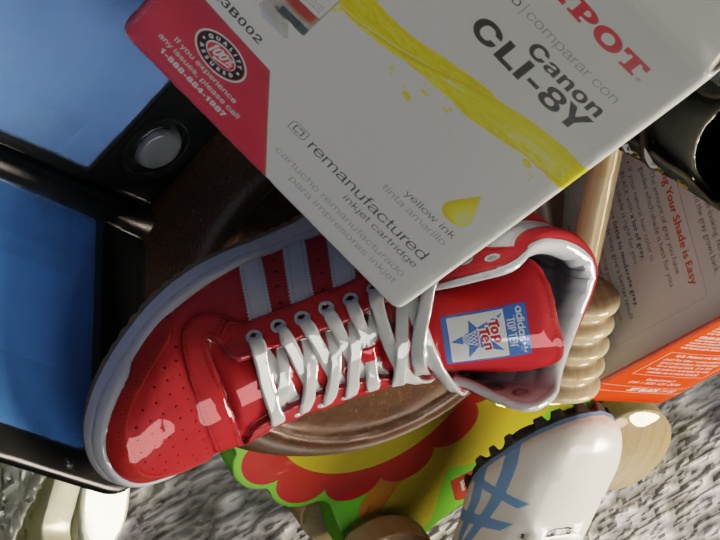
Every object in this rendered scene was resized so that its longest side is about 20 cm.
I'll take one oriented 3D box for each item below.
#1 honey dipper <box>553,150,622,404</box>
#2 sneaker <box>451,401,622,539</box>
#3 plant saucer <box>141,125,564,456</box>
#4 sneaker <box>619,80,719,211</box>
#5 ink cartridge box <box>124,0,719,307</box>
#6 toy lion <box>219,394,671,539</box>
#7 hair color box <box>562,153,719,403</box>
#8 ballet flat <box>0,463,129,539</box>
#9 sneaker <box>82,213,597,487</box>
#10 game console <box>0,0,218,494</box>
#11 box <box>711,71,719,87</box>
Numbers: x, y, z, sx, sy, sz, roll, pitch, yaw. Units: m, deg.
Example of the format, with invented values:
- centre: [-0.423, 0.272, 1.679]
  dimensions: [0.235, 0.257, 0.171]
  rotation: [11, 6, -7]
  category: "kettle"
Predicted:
- centre: [0.097, -0.039, 1.184]
  dimensions: [0.038, 0.038, 0.201]
  rotation: [-8, 124, -30]
  category: "honey dipper"
- centre: [0.067, 0.139, 1.303]
  dimensions: [0.072, 0.073, 0.200]
  rotation: [-1, 134, -36]
  category: "sneaker"
- centre: [0.000, 0.000, 1.204]
  dimensions: [0.200, 0.035, 0.201]
  rotation: [-14, 127, -19]
  category: "plant saucer"
- centre: [0.093, -0.080, 1.092]
  dimensions: [0.199, 0.106, 0.075]
  rotation: [16, 111, 2]
  category: "sneaker"
- centre: [0.032, -0.096, 0.985]
  dimensions: [0.083, 0.145, 0.200]
  rotation: [-48, -173, -38]
  category: "ink cartridge box"
- centre: [0.030, 0.048, 1.308]
  dimensions: [0.199, 0.069, 0.192]
  rotation: [-25, 136, -11]
  category: "toy lion"
- centre: [0.161, -0.026, 1.219]
  dimensions: [0.061, 0.102, 0.200]
  rotation: [4, 155, -39]
  category: "hair color box"
- centre: [-0.133, 0.121, 1.208]
  dimensions: [0.072, 0.072, 0.201]
  rotation: [1, 113, -38]
  category: "ballet flat"
- centre: [-0.001, 0.029, 1.091]
  dimensions: [0.200, 0.112, 0.071]
  rotation: [-34, 128, -28]
  category: "sneaker"
- centre: [-0.112, -0.035, 1.048]
  dimensions: [0.176, 0.117, 0.200]
  rotation: [-45, 143, 17]
  category: "game console"
- centre: [0.157, -0.130, 1.069]
  dimensions: [0.157, 0.200, 0.051]
  rotation: [-8, 128, -31]
  category: "box"
